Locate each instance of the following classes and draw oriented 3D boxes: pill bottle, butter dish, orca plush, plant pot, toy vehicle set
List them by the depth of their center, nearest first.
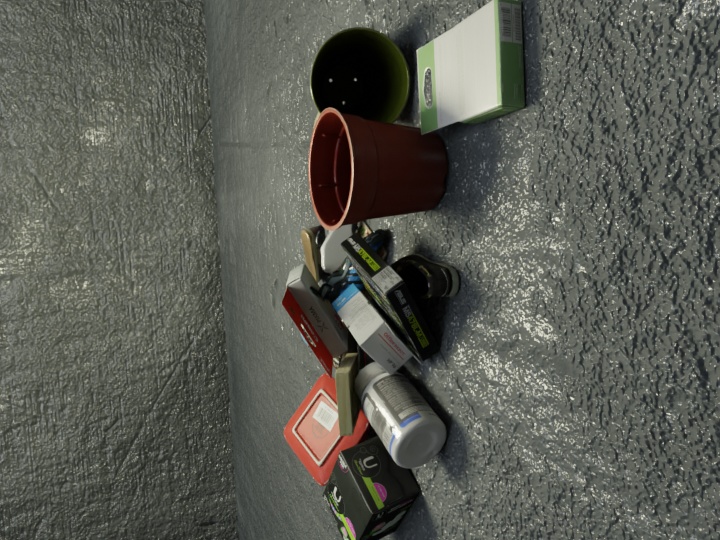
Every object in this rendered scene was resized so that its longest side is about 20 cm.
[{"bbox_3d":[0.033,-0.175,0.908,0.201,0.194,0.202,175,90,-65],"label":"plant pot"},{"bbox_3d":[0.069,0.271,1.008,0.200,0.113,0.114,-133,45,-53],"label":"pill bottle"},{"bbox_3d":[-0.017,-0.369,1.036,0.200,0.186,0.188,-123,34,-70],"label":"plant pot"},{"bbox_3d":[-0.023,0.256,1.101,0.200,0.026,0.125,-16,-78,-85],"label":"toy vehicle set"},{"bbox_3d":[-0.052,-0.079,1.210,0.071,0.104,0.201,110,160,-76],"label":"orca plush"},{"bbox_3d":[-0.056,0.393,1.275,0.200,0.148,0.200,36,92,43],"label":"butter dish"}]

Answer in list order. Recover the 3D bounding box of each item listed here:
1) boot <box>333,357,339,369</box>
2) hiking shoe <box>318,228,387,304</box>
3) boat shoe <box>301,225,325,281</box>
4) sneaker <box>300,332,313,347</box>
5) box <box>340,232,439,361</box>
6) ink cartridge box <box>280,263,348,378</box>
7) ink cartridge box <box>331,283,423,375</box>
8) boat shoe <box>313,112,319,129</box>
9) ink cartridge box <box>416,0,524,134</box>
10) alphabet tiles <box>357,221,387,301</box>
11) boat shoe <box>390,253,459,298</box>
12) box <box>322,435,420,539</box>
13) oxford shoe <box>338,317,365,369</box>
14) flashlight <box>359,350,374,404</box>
[{"bbox_3d":[-0.063,0.157,1.318,0.200,0.074,0.097,-119,31,-45],"label":"boot"},{"bbox_3d":[0.000,0.000,1.121,0.200,0.087,0.074,-50,-1,13],"label":"hiking shoe"},{"bbox_3d":[-0.115,-0.043,1.405,0.072,0.065,0.201,52,159,36],"label":"boat shoe"},{"bbox_3d":[-0.128,0.184,1.491,0.200,0.078,0.090,-136,28,-59],"label":"sneaker"},{"bbox_3d":[0.053,0.047,0.971,0.194,0.047,0.200,57,175,-37],"label":"box"},{"bbox_3d":[-0.092,0.102,1.103,0.201,0.043,0.174,59,-172,-18],"label":"ink cartridge box"},{"bbox_3d":[0.030,0.124,1.024,0.116,0.068,0.200,47,-179,-35],"label":"ink cartridge box"},{"bbox_3d":[-0.074,-0.305,1.274,0.069,0.073,0.201,40,132,41],"label":"boat shoe"},{"bbox_3d":[0.160,-0.296,0.787,0.200,0.048,0.147,-176,82,-65],"label":"ink cartridge box"},{"bbox_3d":[-0.005,-0.010,1.186,0.167,0.006,0.200,-61,38,24],"label":"alphabet tiles"},{"bbox_3d":[0.099,0.009,0.957,0.201,0.060,0.072,-167,74,-64],"label":"boat shoe"},{"bbox_3d":[0.017,0.485,1.129,0.149,0.124,0.201,53,140,36],"label":"box"},{"bbox_3d":[-0.037,0.138,1.241,0.073,0.084,0.201,131,134,-73],"label":"oxford shoe"},{"bbox_3d":[0.020,0.194,1.161,0.068,0.067,0.201,35,-133,-75],"label":"flashlight"}]
